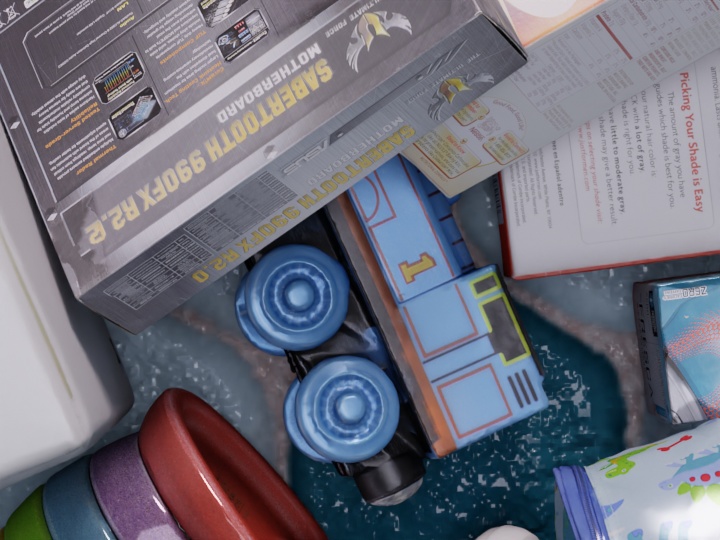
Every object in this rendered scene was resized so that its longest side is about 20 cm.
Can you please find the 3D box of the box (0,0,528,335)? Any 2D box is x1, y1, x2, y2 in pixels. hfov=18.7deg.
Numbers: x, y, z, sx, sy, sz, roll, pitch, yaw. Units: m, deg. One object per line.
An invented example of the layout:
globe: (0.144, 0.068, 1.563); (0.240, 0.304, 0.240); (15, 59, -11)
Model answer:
box: (-0.052, -0.094, 0.891); (0.200, 0.048, 0.159); (-35, 59, 12)

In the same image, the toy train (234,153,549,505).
toy train: (0.000, 0.000, 0.970); (0.114, 0.087, 0.201); (-24, 89, -9)

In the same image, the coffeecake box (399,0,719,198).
coffeecake box: (0.085, -0.150, 0.913); (0.199, 0.073, 0.154); (-29, 57, 15)

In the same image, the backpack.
backpack: (0.134, 0.172, 0.921); (0.146, 0.183, 0.201); (-17, 77, 3)

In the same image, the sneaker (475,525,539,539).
sneaker: (-0.002, 0.182, 0.976); (0.085, 0.073, 0.200); (33, 75, 30)

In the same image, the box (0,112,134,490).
box: (-0.211, 0.008, 0.907); (0.171, 0.199, 0.201); (-22, 91, -1)

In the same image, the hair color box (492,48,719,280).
hair color box: (0.158, -0.058, 0.978); (0.199, 0.061, 0.102); (-7, 91, 1)

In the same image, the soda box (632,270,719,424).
soda box: (0.226, 0.024, 0.974); (0.199, 0.068, 0.064); (-8, 91, -1)

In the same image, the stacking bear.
stacking bear: (-0.124, 0.154, 0.960); (0.200, 0.121, 0.114); (-39, 93, 8)
